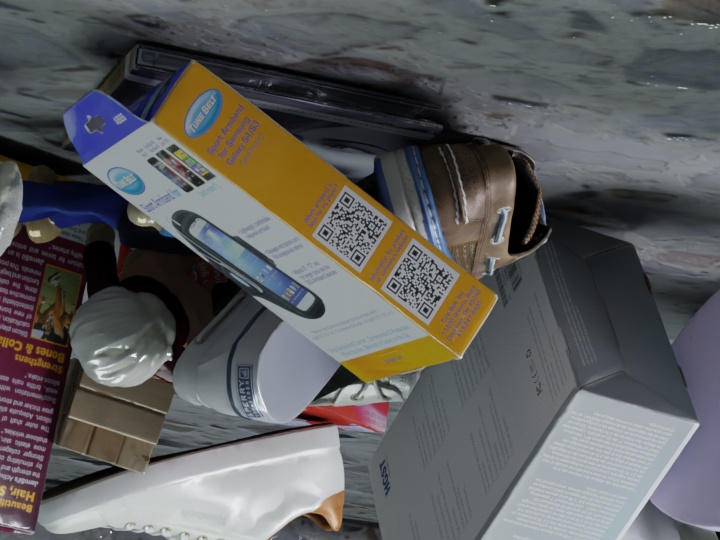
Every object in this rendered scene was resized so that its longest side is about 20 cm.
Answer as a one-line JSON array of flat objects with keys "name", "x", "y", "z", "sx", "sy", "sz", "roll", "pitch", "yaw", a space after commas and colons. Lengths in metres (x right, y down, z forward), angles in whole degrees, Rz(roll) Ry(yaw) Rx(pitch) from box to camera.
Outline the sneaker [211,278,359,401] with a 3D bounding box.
[{"name": "sneaker", "x": 0.000, "y": 0.000, "z": 1.464, "sx": 0.199, "sy": 0.114, "sz": 0.076, "roll": -20, "pitch": 163, "yaw": -29}]

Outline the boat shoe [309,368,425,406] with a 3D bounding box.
[{"name": "boat shoe", "x": 0.011, "y": 0.046, "z": 1.525, "sx": 0.200, "sy": 0.071, "sz": 0.069, "roll": -15, "pitch": -146, "yaw": -35}]

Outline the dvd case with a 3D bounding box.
[{"name": "dvd case", "x": -0.058, "y": -0.069, "z": 1.268, "sx": 0.148, "sy": 0.016, "sz": 0.200, "roll": 11, "pitch": 169, "yaw": -14}]

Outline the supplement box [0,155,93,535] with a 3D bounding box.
[{"name": "supplement box", "x": -0.226, "y": 0.036, "z": 1.426, "sx": 0.086, "sy": 0.201, "sz": 0.110, "roll": 5, "pitch": 171, "yaw": 43}]

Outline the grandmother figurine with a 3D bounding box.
[{"name": "grandmother figurine", "x": -0.115, "y": 0.029, "z": 1.409, "sx": 0.121, "sy": 0.061, "sz": 0.200, "roll": 40, "pitch": -171, "yaw": 3}]

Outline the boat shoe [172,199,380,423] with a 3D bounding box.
[{"name": "boat shoe", "x": -0.029, "y": 0.014, "z": 1.358, "sx": 0.065, "sy": 0.074, "sz": 0.200, "roll": 4, "pitch": -156, "yaw": 30}]

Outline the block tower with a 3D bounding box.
[{"name": "block tower", "x": -0.152, "y": 0.084, "z": 1.516, "sx": 0.058, "sy": 0.054, "sz": 0.200, "roll": 19, "pitch": 174, "yaw": -8}]

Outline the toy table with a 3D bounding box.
[{"name": "toy table", "x": 0.252, "y": 0.063, "z": 1.364, "sx": 0.200, "sy": 0.184, "sz": 0.117, "roll": -33, "pitch": 150, "yaw": 27}]

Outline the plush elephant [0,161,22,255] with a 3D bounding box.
[{"name": "plush elephant", "x": -0.248, "y": -0.017, "z": 1.258, "sx": 0.200, "sy": 0.165, "sz": 0.155, "roll": -3, "pitch": -141, "yaw": -37}]

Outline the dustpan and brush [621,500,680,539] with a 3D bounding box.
[{"name": "dustpan and brush", "x": 0.126, "y": 0.095, "z": 1.568, "sx": 0.057, "sy": 0.200, "sz": 0.139, "roll": -25, "pitch": 150, "yaw": 37}]

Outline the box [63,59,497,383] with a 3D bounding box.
[{"name": "box", "x": -0.043, "y": -0.026, "z": 1.180, "sx": 0.200, "sy": 0.042, "sz": 0.119, "roll": 40, "pitch": 161, "yaw": -12}]

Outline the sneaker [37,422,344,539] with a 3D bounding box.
[{"name": "sneaker", "x": -0.100, "y": 0.151, "z": 1.588, "sx": 0.200, "sy": 0.085, "sz": 0.073, "roll": -10, "pitch": 180, "yaw": -18}]

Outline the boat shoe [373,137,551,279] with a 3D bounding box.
[{"name": "boat shoe", "x": 0.056, "y": -0.024, "z": 1.267, "sx": 0.072, "sy": 0.072, "sz": 0.200, "roll": -14, "pitch": 176, "yaw": 6}]

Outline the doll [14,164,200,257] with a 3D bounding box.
[{"name": "doll", "x": -0.092, "y": -0.028, "z": 1.335, "sx": 0.200, "sy": 0.049, "sz": 0.136, "roll": 7, "pitch": -176, "yaw": 27}]

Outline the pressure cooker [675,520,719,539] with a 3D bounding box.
[{"name": "pressure cooker", "x": 0.280, "y": 0.118, "z": 1.559, "sx": 0.178, "sy": 0.176, "sz": 0.200, "roll": -11, "pitch": -178, "yaw": -10}]

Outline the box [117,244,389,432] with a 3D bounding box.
[{"name": "box", "x": -0.064, "y": 0.037, "z": 1.612, "sx": 0.099, "sy": 0.096, "sz": 0.200, "roll": 3, "pitch": 168, "yaw": 30}]

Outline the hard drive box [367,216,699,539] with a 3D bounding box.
[{"name": "hard drive box", "x": 0.087, "y": 0.095, "z": 1.397, "sx": 0.077, "sy": 0.156, "sz": 0.200, "roll": 17, "pitch": 124, "yaw": -21}]
